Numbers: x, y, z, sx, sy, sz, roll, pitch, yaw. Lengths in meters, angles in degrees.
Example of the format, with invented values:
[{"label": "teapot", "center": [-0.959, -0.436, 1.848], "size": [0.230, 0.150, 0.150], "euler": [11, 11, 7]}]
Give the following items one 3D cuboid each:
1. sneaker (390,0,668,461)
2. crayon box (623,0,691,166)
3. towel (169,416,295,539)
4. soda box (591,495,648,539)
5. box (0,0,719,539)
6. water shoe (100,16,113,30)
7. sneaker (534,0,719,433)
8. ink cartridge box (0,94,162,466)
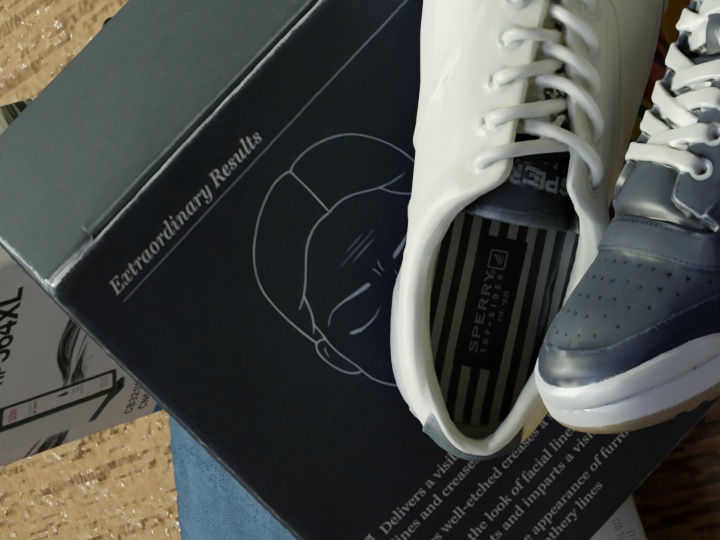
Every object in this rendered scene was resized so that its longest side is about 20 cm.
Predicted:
[{"label": "sneaker", "center": [0.050, -0.043, 0.769], "size": [0.071, 0.072, 0.202], "euler": [-112, 27, -74]}, {"label": "crayon box", "center": [0.091, -0.107, 0.849], "size": [0.127, 0.051, 0.201], "euler": [40, 130, 29]}, {"label": "towel", "center": [-0.024, 0.141, 1.074], "size": [0.111, 0.048, 0.201], "euler": [23, 126, 48]}, {"label": "soda box", "center": [0.048, 0.036, 0.998], "size": [0.068, 0.063, 0.201], "euler": [-8, -103, -88]}, {"label": "box", "center": [0.000, 0.000, 0.868], "size": [0.200, 0.148, 0.107], "euler": [47, 174, -29]}, {"label": "water shoe", "center": [-0.033, -0.036, 1.091], "size": [0.200, 0.079, 0.072], "euler": [46, 141, 34]}, {"label": "sneaker", "center": [0.100, -0.057, 0.727], "size": [0.109, 0.200, 0.070], "euler": [56, 161, -26]}, {"label": "ink cartridge box", "center": [-0.139, 0.006, 1.164], "size": [0.084, 0.199, 0.146], "euler": [52, 145, 26]}]
